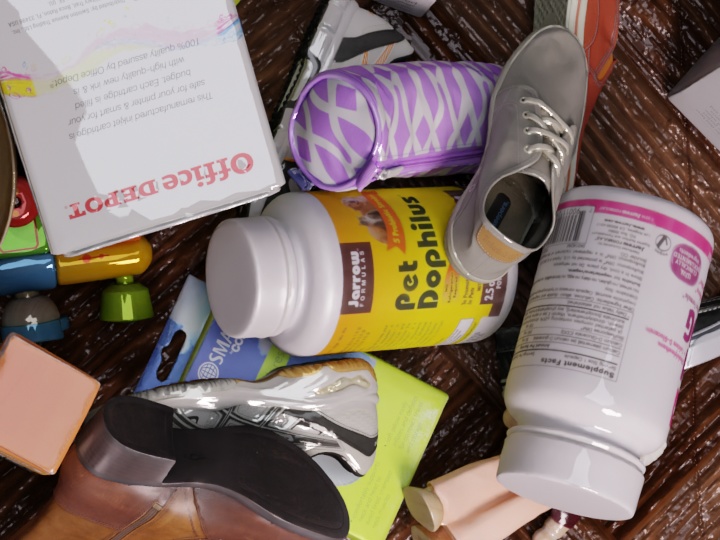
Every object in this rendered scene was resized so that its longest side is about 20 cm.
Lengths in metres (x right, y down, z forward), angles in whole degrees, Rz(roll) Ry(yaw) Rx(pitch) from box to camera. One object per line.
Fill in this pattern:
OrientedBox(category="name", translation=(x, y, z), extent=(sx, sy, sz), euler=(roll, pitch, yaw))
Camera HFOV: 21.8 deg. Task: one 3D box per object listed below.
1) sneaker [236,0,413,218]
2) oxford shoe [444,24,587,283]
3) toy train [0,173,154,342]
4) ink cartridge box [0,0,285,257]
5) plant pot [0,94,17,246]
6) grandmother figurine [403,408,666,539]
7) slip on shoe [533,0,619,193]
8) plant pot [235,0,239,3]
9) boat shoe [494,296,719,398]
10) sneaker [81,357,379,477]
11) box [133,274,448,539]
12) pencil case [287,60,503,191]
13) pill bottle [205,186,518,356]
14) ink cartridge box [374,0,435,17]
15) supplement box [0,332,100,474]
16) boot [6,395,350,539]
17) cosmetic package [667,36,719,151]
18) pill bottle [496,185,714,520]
OrientedBox(category="sneaker", translation=(-0.026, -0.096, 1.314), extent=(0.079, 0.074, 0.201), euler=(26, 82, -12))
OrientedBox(category="oxford shoe", translation=(0.116, -0.081, 1.254), extent=(0.075, 0.058, 0.201), euler=(33, 62, -18))
OrientedBox(category="toy train", translation=(-0.159, -0.017, 1.279), extent=(0.198, 0.085, 0.117), euler=(-8, 96, -12))
OrientedBox(category="ink cartridge box", translation=(-0.141, -0.126, 1.105), extent=(0.144, 0.083, 0.202), euler=(-16, 99, -5))
OrientedBox(category="plant pot", translation=(-0.289, -0.077, 1.151), extent=(0.198, 0.027, 0.202), euler=(8, 109, 22))
OrientedBox(category="grandmother figurine", translation=(0.130, 0.146, 1.316), extent=(0.199, 0.061, 0.122), euler=(-24, 131, -19))
OrientedBox(category="slip on shoe", translation=(0.156, -0.144, 1.357), extent=(0.061, 0.074, 0.202), euler=(11, 83, -27))
OrientedBox(category="plant pot", translation=(-0.204, -0.182, 1.229), extent=(0.199, 0.200, 0.182), euler=(39, 85, -7))
OrientedBox(category="boat shoe", translation=(0.191, 0.042, 1.341), extent=(0.198, 0.072, 0.072), euler=(-16, 92, -10))
OrientedBox(category="sneaker", translation=(-0.082, 0.112, 1.233), extent=(0.198, 0.076, 0.089), euler=(-7, 90, -8))
OrientedBox(category="box", translation=(-0.052, 0.097, 1.302), extent=(0.199, 0.048, 0.123), euler=(27, 80, -8))
OrientedBox(category="pencil case", translation=(0.039, -0.098, 1.273), extent=(0.085, 0.084, 0.199), euler=(43, 32, 25))
OrientedBox(category="pill bottle", translation=(0.000, 0.000, 1.262), extent=(0.198, 0.109, 0.110), euler=(-4, 85, -31))
OrientedBox(category="ink cartridge box", translation=(0.009, -0.255, 1.271), extent=(0.144, 0.200, 0.085), euler=(20, 81, -8))
OrientedBox(category="supplement box", translation=(-0.214, 0.088, 1.193), extent=(0.068, 0.200, 0.067), euler=(29, 80, -10))
OrientedBox(category="boot", translation=(-0.127, 0.180, 1.213), extent=(0.187, 0.200, 0.069), euler=(17, 42, -25))
OrientedBox(category="cosmetic package", translation=(0.354, -0.113, 1.323), extent=(0.199, 0.200, 0.123), euler=(45, 76, -4))
OrientedBox(category="pill bottle", translation=(0.160, 0.056, 1.250), extent=(0.112, 0.113, 0.202), euler=(19, 75, -8))
